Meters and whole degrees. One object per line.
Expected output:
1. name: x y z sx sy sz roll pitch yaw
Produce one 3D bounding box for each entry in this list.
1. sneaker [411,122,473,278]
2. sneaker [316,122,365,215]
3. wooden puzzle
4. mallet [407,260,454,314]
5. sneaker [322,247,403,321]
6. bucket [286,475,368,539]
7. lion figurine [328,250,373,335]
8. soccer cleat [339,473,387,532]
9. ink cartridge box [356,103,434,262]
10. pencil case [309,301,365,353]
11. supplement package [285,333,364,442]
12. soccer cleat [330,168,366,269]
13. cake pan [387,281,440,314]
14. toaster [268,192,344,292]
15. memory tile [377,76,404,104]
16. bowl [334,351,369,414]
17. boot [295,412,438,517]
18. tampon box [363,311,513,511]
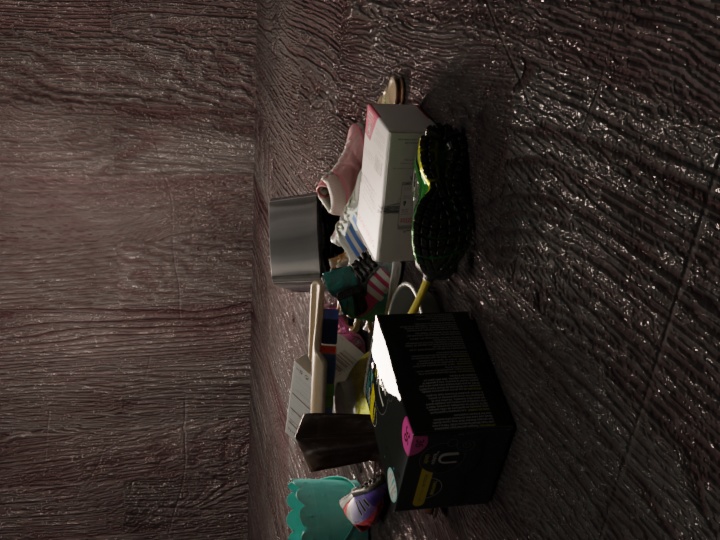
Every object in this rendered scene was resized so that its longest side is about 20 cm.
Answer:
1. sneaker: 0.104 -0.085 1.291 0.085 0.078 0.200 110 166 -75
2. sneaker: -0.030 -0.183 1.785 0.075 0.104 0.201 108 158 -61
3. wooden puzzle: -0.059 0.145 1.601 0.200 0.046 0.186 -96 8 -54
4. mallet: 0.073 0.062 1.340 0.200 0.041 0.066 -68 18 -6
5. sneaker: 0.000 0.000 1.625 0.084 0.121 0.200 -110 23 -56
6. bucket: -0.066 0.504 1.939 0.207 0.135 0.208 178 90 -77
7. lion figurine: 0.000 0.037 1.783 0.200 0.072 0.123 32 105 59
8. soccer cleat: 0.017 0.414 1.754 0.073 0.068 0.200 60 155 14
9. ink cartridge box: 0.054 -0.131 1.459 0.147 0.083 0.200 -116 28 -62
10. pencil case: -0.046 0.130 1.941 0.087 0.083 0.200 51 -179 -21
11. supplement package: -0.051 0.239 1.802 0.117 0.117 0.200 38 139 28
12. soccer cleat: -0.010 -0.084 1.705 0.070 0.086 0.200 -66 -22 -74
13. cake pan: 0.079 0.117 1.449 0.200 0.037 0.201 -178 90 -76
14. toaster: -0.100 -0.050 1.940 0.200 0.118 0.181 26 -121 -76
15. memory tile: 0.050 -0.205 1.621 0.153 0.017 0.200 151 118 -76
16. bowl: 0.017 0.217 1.603 0.200 0.107 0.201 179 90 -78
17. boot: 0.007 0.282 1.436 0.187 0.200 0.064 -103 17 -45
18. tampon box: 0.089 0.171 1.228 0.200 0.126 0.150 -106 19 -48
